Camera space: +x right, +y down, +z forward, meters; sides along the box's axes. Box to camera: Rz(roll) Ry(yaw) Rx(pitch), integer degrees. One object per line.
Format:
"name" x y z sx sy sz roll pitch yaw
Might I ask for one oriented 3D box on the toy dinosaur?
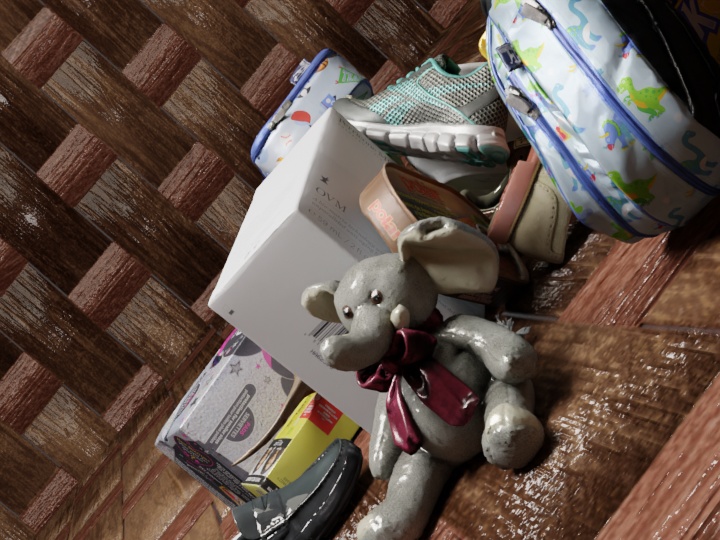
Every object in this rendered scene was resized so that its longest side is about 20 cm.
"toy dinosaur" -0.046 0.095 1.075 0.200 0.060 0.108 -56 -14 -57

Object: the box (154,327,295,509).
"box" -0.097 0.130 1.193 0.201 0.132 0.115 -55 10 -28

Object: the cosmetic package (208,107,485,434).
"cosmetic package" 0.000 0.000 0.991 0.123 0.199 0.201 -44 17 26

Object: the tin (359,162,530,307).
"tin" 0.068 -0.026 0.923 0.042 0.113 0.199 -40 -25 19

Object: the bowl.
"bowl" 0.122 -0.126 1.138 0.201 0.197 0.092 153 118 -66

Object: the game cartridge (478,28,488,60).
"game cartridge" 0.189 -0.231 0.923 0.177 0.032 0.199 -54 -19 21

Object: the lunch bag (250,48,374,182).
"lunch bag" -0.055 -0.152 1.288 0.161 0.075 0.200 -53 -7 -2

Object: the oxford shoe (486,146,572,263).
"oxford shoe" 0.175 -0.099 0.945 0.202 0.073 0.071 -63 -6 -6

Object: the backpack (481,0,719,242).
"backpack" 0.167 -0.119 0.759 0.155 0.162 0.200 -54 53 13

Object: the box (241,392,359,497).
"box" -0.030 0.137 1.104 0.201 0.050 0.075 -53 9 -17

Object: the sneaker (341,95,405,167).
"sneaker" 0.012 -0.100 1.143 0.076 0.089 0.201 -29 47 -2

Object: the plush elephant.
"plush elephant" 0.035 0.056 0.791 0.164 0.154 0.201 -42 13 39

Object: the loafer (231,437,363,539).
"loafer" -0.075 0.215 0.952 0.201 0.070 0.068 -50 10 -1

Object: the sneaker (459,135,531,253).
"sneaker" 0.167 -0.095 1.006 0.200 0.075 0.071 -46 10 25

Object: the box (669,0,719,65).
"box" 0.257 -0.178 0.922 0.201 0.070 0.064 -54 9 -23

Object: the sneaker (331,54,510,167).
"sneaker" 0.058 -0.149 1.045 0.198 0.077 0.093 12 87 38
